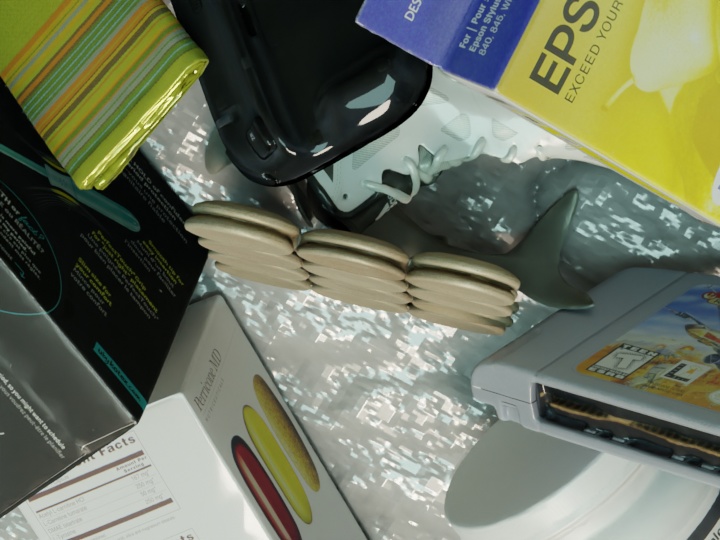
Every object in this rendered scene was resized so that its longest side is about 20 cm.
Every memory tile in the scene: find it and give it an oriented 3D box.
[{"bbox_3d":[0.000,0.000,1.234,0.153,0.200,0.017,13,84,3],"label":"memory tile"}]

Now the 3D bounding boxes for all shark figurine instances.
[{"bbox_3d":[0.003,-0.034,1.267,0.214,0.090,0.128,44,113,-12],"label":"shark figurine"}]

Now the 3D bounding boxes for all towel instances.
[{"bbox_3d":[-0.148,-0.136,1.209,0.086,0.018,0.200,-45,65,20],"label":"towel"}]

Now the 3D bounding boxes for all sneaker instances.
[{"bbox_3d":[0.041,-0.056,1.211,0.200,0.076,0.115,23,84,-2],"label":"sneaker"}]

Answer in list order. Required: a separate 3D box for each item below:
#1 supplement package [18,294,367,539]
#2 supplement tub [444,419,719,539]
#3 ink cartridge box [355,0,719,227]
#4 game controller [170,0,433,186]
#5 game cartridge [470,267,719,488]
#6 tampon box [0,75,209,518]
[{"bbox_3d":[-0.078,0.135,1.339,0.109,0.114,0.200,-23,111,18],"label":"supplement package"},{"bbox_3d":[0.149,0.156,1.309,0.140,0.140,0.200,-33,108,19],"label":"supplement tub"},{"bbox_3d":[0.126,-0.147,1.143,0.200,0.047,0.198,27,89,-31],"label":"ink cartridge box"},{"bbox_3d":[-0.038,-0.139,1.175,0.104,0.042,0.200,-25,69,11],"label":"game controller"},{"bbox_3d":[0.168,0.049,1.217,0.200,0.133,0.042,15,127,39],"label":"game cartridge"},{"bbox_3d":[-0.176,0.005,1.240,0.126,0.200,0.150,-33,106,20],"label":"tampon box"}]
